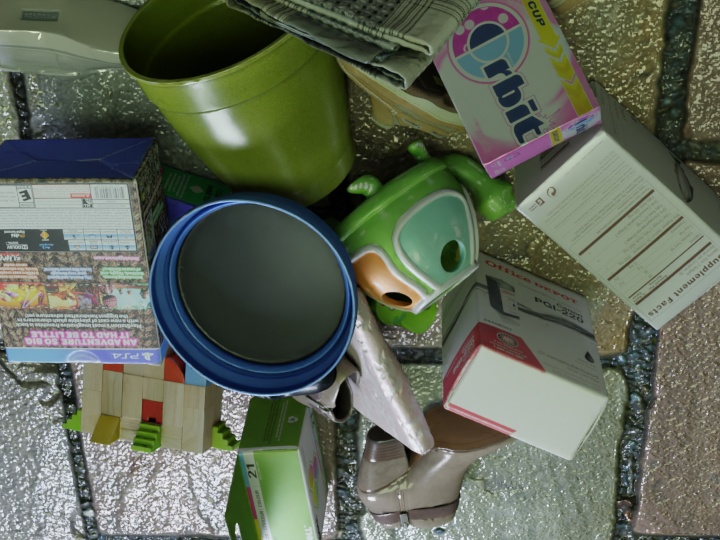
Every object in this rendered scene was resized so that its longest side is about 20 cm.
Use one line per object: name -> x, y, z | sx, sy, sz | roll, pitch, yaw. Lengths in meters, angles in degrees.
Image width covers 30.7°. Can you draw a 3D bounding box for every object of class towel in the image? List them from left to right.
towel -> -0.010, 0.080, 1.364 | 0.032, 0.191, 0.201 | -35, 117, -15
towel -> 0.011, -0.255, 1.114 | 0.191, 0.200, 0.035 | 28, 148, 17

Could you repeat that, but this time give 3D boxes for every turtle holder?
turtle holder -> 0.057, -0.039, 1.297 | 0.132, 0.185, 0.141 | 53, 126, 7

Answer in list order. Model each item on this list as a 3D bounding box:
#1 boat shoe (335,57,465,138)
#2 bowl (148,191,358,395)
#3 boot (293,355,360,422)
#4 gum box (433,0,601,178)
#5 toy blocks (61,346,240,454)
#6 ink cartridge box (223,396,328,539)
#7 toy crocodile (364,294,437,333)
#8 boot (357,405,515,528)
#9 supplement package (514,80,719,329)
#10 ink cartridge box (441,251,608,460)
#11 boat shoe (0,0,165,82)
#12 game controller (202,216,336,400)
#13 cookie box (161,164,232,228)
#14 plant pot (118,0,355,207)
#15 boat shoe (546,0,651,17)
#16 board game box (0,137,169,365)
boat shoe -> 0.038, -0.162, 1.226 | 0.076, 0.072, 0.199 | -35, 145, 29
bowl -> -0.097, 0.020, 1.222 | 0.198, 0.039, 0.203 | 5, 115, 11
boot -> -0.062, 0.067, 1.336 | 0.070, 0.146, 0.201 | -41, 150, -19
gum box -> 0.122, -0.201, 1.180 | 0.113, 0.066, 0.202 | -26, 80, 8
toy blocks -> -0.229, 0.118, 1.449 | 0.198, 0.100, 0.138 | 8, 101, 17
ink cartridge box -> -0.090, 0.257, 1.455 | 0.075, 0.201, 0.149 | -5, 121, 7
toy crocodile -> 0.000, 0.000, 1.374 | 0.200, 0.067, 0.062 | 42, 79, -18
boot -> 0.093, 0.230, 1.502 | 0.198, 0.071, 0.147 | -5, 127, 9
supplement package -> 0.260, -0.063, 1.283 | 0.199, 0.117, 0.117 | 38, 117, -18
ink cartridge box -> 0.162, 0.080, 1.329 | 0.144, 0.200, 0.085 | 23, 115, -10
boat shoe -> -0.286, -0.215, 1.269 | 0.198, 0.073, 0.069 | 1, 143, -4
game controller -> -0.093, 0.036, 1.274 | 0.103, 0.042, 0.202 | -12, 112, 18
cookie box -> -0.213, -0.020, 1.372 | 0.198, 0.075, 0.172 | 16, 120, -6
plant pot -> -0.094, -0.163, 1.224 | 0.198, 0.202, 0.194 | -14, 131, 13
boat shoe -> 0.261, -0.278, 1.179 | 0.199, 0.074, 0.069 | -30, 109, 20
board game box -> -0.270, -0.018, 1.277 | 0.158, 0.097, 0.202 | 1, 119, 6
